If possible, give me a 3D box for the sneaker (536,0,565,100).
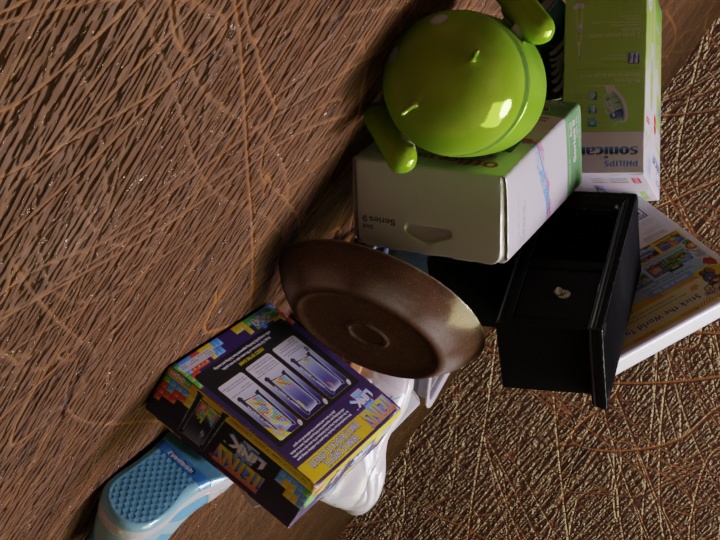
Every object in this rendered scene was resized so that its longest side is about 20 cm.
[{"bbox_3d":[0.200,-0.221,1.787,0.071,0.080,0.200,-49,170,-12],"label":"sneaker"}]

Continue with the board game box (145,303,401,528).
[{"bbox_3d":[-0.074,0.124,1.540,0.057,0.165,0.200,-55,170,26],"label":"board game box"}]

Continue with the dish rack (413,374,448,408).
[{"bbox_3d":[0.092,0.036,1.941,0.172,0.043,0.201,-57,157,-52],"label":"dish rack"}]

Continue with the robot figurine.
[{"bbox_3d":[0.086,-0.150,1.389,0.175,0.116,0.200,-41,174,15],"label":"robot figurine"}]

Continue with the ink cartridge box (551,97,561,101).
[{"bbox_3d":[0.135,-0.100,1.743,0.147,0.076,0.200,-10,169,2],"label":"ink cartridge box"}]

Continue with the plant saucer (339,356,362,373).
[{"bbox_3d":[-0.064,0.124,1.793,0.200,0.037,0.200,-49,-162,22],"label":"plant saucer"}]

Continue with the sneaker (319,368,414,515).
[{"bbox_3d":[-0.002,0.148,1.775,0.070,0.080,0.201,3,-104,51],"label":"sneaker"}]

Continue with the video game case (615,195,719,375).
[{"bbox_3d":[0.239,0.017,1.631,0.199,0.182,0.023,-26,131,-18],"label":"video game case"}]

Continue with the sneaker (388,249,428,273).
[{"bbox_3d":[0.063,-0.010,1.792,0.199,0.082,0.074,-30,166,28],"label":"sneaker"}]

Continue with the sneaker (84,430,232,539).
[{"bbox_3d":[-0.192,0.225,1.647,0.200,0.080,0.131,-26,153,-48],"label":"sneaker"}]

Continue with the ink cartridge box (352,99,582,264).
[{"bbox_3d":[0.098,-0.087,1.530,0.200,0.145,0.088,-43,136,-54],"label":"ink cartridge box"}]

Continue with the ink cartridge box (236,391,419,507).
[{"bbox_3d":[-0.051,0.178,1.925,0.146,0.084,0.200,-43,-170,-37],"label":"ink cartridge box"}]

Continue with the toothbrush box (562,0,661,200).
[{"bbox_3d":[0.252,-0.180,1.714,0.146,0.086,0.201,29,63,-72],"label":"toothbrush box"}]

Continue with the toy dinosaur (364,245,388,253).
[{"bbox_3d":[0.000,0.000,1.692,0.182,0.199,0.105,-97,172,-52],"label":"toy dinosaur"}]

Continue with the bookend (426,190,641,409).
[{"bbox_3d":[0.141,0.018,1.555,0.199,0.199,0.092,-65,153,-48],"label":"bookend"}]

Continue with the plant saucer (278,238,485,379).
[{"bbox_3d":[0.012,0.044,1.522,0.201,0.199,0.037,110,5,-65],"label":"plant saucer"}]
